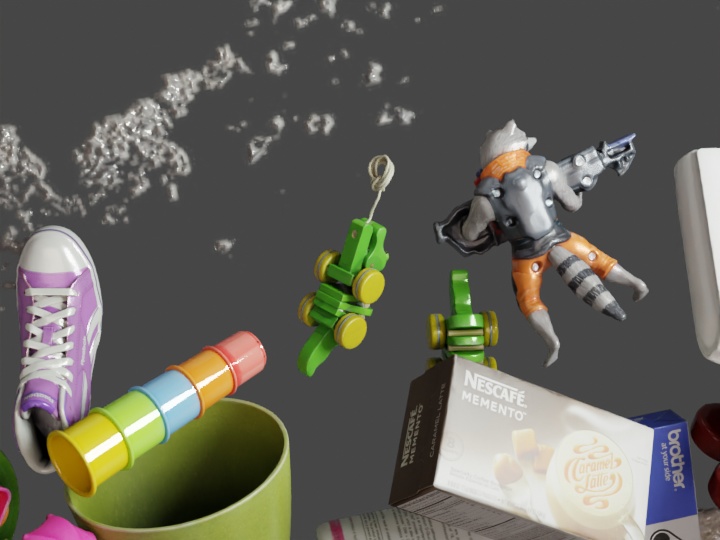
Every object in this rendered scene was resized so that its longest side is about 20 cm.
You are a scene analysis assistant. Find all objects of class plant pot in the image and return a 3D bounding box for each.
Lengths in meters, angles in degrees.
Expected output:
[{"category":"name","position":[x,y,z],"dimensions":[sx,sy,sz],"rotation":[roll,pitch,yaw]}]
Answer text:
[{"category":"plant pot","position":[-0.135,0.242,1.097],"dimensions":[0.186,0.187,0.201],"rotation":[-12,116,-4]}]

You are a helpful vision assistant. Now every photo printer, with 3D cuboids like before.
[{"category":"photo printer","position":[0.358,-0.004,1.102],"dimensions":[0.165,0.070,0.201],"rotation":[4,62,-7]}]

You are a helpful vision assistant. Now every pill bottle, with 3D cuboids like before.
[{"category":"pill bottle","position":[0.068,0.259,1.140],"dimensions":[0.198,0.113,0.114],"rotation":[-12,101,-5]}]

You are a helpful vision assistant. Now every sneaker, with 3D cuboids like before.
[{"category":"sneaker","position":[-0.253,0.068,1.071],"dimensions":[0.072,0.114,0.202],"rotation":[-2,99,-5]}]

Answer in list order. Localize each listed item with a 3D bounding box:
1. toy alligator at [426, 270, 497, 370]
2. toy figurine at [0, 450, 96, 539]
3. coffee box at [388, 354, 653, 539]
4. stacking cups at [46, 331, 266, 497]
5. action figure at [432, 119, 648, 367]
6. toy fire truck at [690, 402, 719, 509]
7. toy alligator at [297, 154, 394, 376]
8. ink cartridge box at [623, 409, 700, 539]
[{"category":"toy alligator","position":[0.091,0.102,1.138],"dimensions":[0.059,0.054,0.202],"rotation":[-1,100,-5]},{"category":"toy figurine","position":[-0.275,0.247,0.989],"dimensions":[0.150,0.183,0.201],"rotation":[24,82,-54]},{"category":"coffee box","position":[0.135,0.161,1.067],"dimensions":[0.199,0.080,0.115],"rotation":[22,62,-18]},{"category":"stacking cups","position":[-0.163,0.106,1.070],"dimensions":[0.200,0.060,0.061],"rotation":[-35,105,-37]},{"category":"action figure","position":[0.173,-0.047,1.100],"dimensions":[0.199,0.105,0.194],"rotation":[-33,88,-5]},{"category":"toy fire truck","position":[0.390,0.145,1.121],"dimensions":[0.167,0.200,0.113],"rotation":[12,120,-5]},{"category":"toy alligator","position":[0.000,0.000,1.122],"dimensions":[0.054,0.059,0.201],"rotation":[15,99,-51]},{"category":"ink cartridge box","position":[0.261,0.237,1.195],"dimensions":[0.093,0.044,0.202],"rotation":[-10,100,-7]}]
